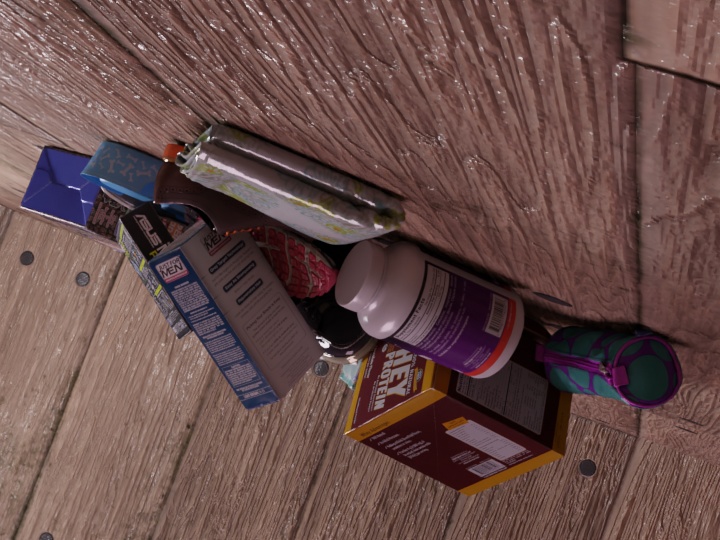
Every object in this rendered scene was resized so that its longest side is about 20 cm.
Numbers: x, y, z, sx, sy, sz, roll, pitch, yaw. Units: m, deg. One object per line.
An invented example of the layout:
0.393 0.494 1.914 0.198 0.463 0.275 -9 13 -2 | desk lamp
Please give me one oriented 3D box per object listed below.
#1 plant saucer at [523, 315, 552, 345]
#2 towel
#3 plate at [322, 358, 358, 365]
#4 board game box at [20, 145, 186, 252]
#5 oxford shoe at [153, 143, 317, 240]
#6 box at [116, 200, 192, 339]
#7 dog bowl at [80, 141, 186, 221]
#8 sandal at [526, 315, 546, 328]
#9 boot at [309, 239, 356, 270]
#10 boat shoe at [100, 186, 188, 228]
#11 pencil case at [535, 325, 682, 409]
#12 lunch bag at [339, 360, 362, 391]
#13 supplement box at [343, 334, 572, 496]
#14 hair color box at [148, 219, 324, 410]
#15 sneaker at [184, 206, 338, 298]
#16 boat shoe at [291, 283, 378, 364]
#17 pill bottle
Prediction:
0.118 0.078 1.637 0.200 0.037 0.200 26 144 -18 | plant saucer
-0.071 -0.076 1.211 0.200 0.048 0.171 22 175 -14 | towel
-0.106 0.041 1.709 0.199 0.032 0.200 6 142 55 | plate
-0.351 -0.088 1.840 0.159 0.097 0.200 16 172 40 | board game box
-0.126 -0.065 1.371 0.200 0.073 0.071 22 173 -17 | oxford shoe
-0.244 0.004 1.609 0.160 0.044 0.200 58 167 -1 | box
-0.238 -0.100 1.566 0.200 0.050 0.111 23 174 -20 | dog bowl
0.156 0.063 1.682 0.202 0.050 0.082 24 174 -28 | sandal
0.000 0.000 1.619 0.200 0.077 0.155 30 168 -13 | boot
-0.236 -0.093 1.668 0.200 0.057 0.067 25 -151 -10 | boat shoe
0.283 0.108 1.479 0.092 0.085 0.200 5 178 -16 | pencil case
0.095 0.113 1.777 0.199 0.171 0.122 20 180 -12 | lunch bag
0.124 0.161 1.604 0.200 0.133 0.197 29 144 -21 | supplement box
-0.133 0.041 1.411 0.060 0.100 0.200 -20 107 40 | hair color box
-0.104 -0.041 1.461 0.200 0.081 0.075 32 -139 23 | sneaker
-0.045 0.044 1.504 0.065 0.072 0.200 55 175 -32 | boat shoe
0.076 0.039 1.430 0.200 0.113 0.112 23 174 -23 | pill bottle
